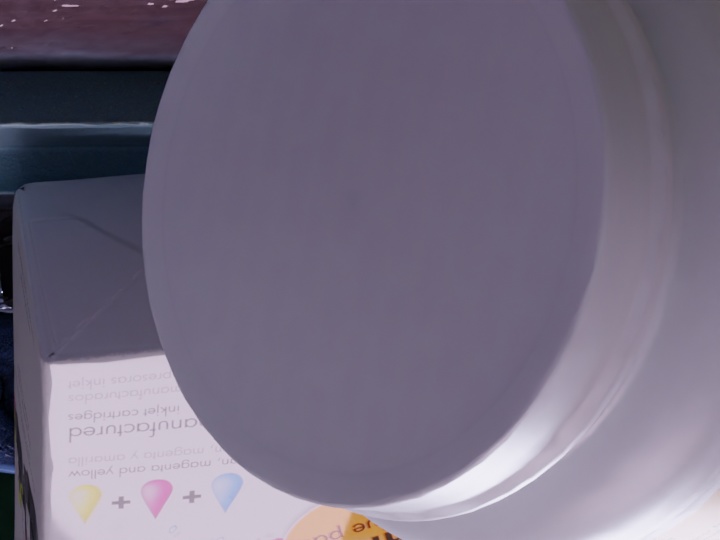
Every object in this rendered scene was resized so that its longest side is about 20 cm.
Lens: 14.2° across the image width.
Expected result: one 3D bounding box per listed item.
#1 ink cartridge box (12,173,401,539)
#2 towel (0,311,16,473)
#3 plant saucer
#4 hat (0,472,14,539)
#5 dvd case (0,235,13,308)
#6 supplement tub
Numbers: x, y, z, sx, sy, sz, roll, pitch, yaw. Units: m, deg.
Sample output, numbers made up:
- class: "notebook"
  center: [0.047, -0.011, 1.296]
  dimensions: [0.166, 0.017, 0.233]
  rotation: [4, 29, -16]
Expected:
- class: "ink cartridge box"
  center: [-0.036, 0.065, 0.800]
  dimensions: [0.115, 0.068, 0.200]
  rotation: [-5, 136, -11]
- class: "towel"
  center: [-0.120, 0.038, 0.919]
  dimensions: [0.111, 0.049, 0.200]
  rotation: [11, 174, -34]
- class: "plant saucer"
  center: [-0.032, -0.036, 0.757]
  dimensions: [0.199, 0.019, 0.070]
  rotation: [-1, 167, -23]
- class: "hat"
  center: [-0.093, 0.040, 1.090]
  dimensions: [0.165, 0.176, 0.200]
  rotation: [24, 173, 38]
- class: "dvd case"
  center: [0.000, 0.000, 0.936]
  dimensions: [0.150, 0.025, 0.200]
  rotation: [-12, 168, 26]
- class: "supplement tub"
  center: [0.064, -0.007, 0.635]
  dimensions: [0.144, 0.145, 0.200]
  rotation: [-16, 166, 40]
